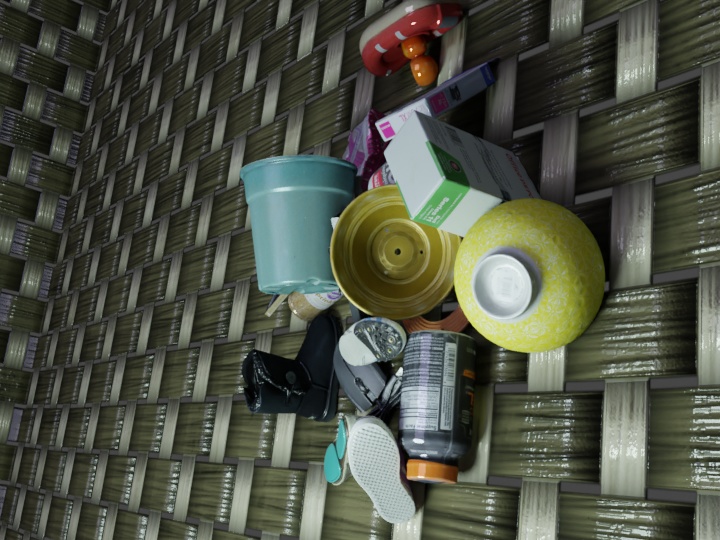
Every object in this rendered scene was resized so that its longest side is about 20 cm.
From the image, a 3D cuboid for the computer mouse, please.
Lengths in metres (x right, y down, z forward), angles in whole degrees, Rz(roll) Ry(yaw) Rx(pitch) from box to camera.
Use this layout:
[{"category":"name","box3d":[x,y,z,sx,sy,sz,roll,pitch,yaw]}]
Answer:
[{"category":"computer mouse","box3d":[0.003,0.164,1.397,0.139,0.052,0.201,-59,37,21]}]

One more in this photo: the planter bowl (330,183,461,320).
[{"category":"planter bowl","box3d":[0.056,-0.028,1.310,0.083,0.198,0.203,-14,-56,-85]}]

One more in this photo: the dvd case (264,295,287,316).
[{"category":"dvd case","box3d":[-0.104,-0.019,1.600,0.200,0.016,0.149,-48,13,33]}]

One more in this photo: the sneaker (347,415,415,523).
[{"category":"sneaker","box3d":[0.023,0.258,1.228,0.072,0.202,0.115,-13,37,4]}]

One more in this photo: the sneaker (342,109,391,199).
[{"category":"sneaker","box3d":[0.014,-0.181,1.516,0.088,0.081,0.203,-31,44,45]}]

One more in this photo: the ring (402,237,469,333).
[{"category":"ring","box3d":[0.128,0.016,1.317,0.199,0.019,0.203,-27,55,45]}]

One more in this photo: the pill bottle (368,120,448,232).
[{"category":"pill bottle","box3d":[0.082,-0.137,1.366,0.200,0.110,0.112,-41,46,37]}]

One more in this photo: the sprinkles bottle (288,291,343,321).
[{"category":"sprinkles bottle","box3d":[-0.048,0.018,1.518,0.199,0.068,0.069,-38,47,40]}]

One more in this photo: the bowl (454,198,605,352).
[{"category":"bowl","box3d":[0.195,0.013,1.073,0.198,0.107,0.204,5,101,30]}]

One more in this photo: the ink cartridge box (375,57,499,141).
[{"category":"ink cartridge box","box3d":[0.128,-0.270,1.342,0.199,0.042,0.119,-38,14,-36]}]

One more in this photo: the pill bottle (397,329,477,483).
[{"category":"pill bottle","box3d":[0.106,0.192,1.196,0.106,0.105,0.203,-15,65,51]}]

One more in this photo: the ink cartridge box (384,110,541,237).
[{"category":"ink cartridge box","box3d":[0.147,-0.120,1.192,0.083,0.198,0.148,-51,39,32]}]

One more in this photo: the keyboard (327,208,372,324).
[{"category":"keyboard","box3d":[0.000,0.000,1.365,0.039,0.104,0.203,4,118,34]}]

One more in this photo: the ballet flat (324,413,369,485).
[{"category":"ballet flat","box3d":[-0.013,0.286,1.350,0.201,0.061,0.068,110,152,-56]}]

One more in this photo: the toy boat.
[{"category":"toy boat","box3d":[0.093,-0.381,1.471,0.199,0.130,0.133,-20,89,49]}]

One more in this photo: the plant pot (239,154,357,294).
[{"category":"plant pot","box3d":[-0.097,-0.067,1.407,0.199,0.198,0.199,-15,75,50]}]

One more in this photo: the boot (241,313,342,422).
[{"category":"boot","box3d":[-0.117,0.154,1.468,0.076,0.167,0.203,-23,57,47]}]

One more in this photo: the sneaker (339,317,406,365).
[{"category":"sneaker","box3d":[0.025,0.099,1.282,0.072,0.072,0.200,59,158,-1]}]
